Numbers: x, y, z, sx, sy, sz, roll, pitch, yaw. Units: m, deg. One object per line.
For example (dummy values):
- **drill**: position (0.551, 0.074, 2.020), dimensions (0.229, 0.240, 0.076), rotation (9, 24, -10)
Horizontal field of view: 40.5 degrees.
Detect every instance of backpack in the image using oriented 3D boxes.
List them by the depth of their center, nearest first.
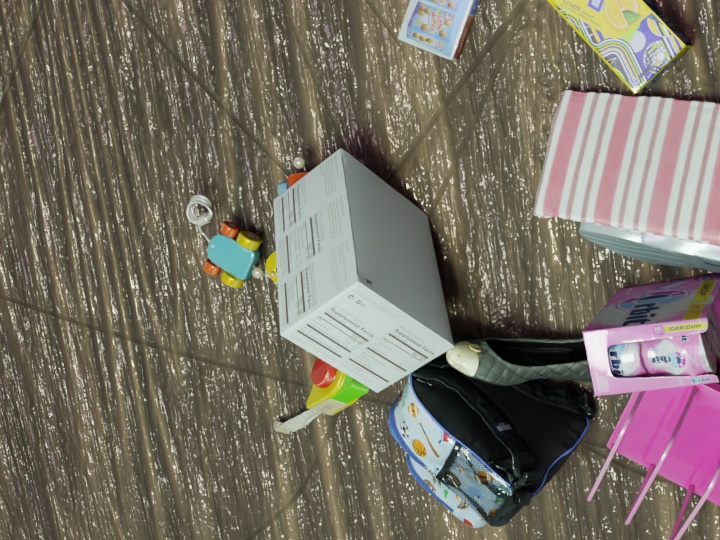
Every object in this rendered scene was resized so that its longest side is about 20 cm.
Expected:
- **backpack**: position (0.131, 0.171, 1.084), dimensions (0.190, 0.200, 0.154), rotation (44, 128, 13)

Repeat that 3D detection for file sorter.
- **file sorter**: position (0.351, 0.212, 0.996), dimensions (0.199, 0.125, 0.139), rotation (27, 130, 17)

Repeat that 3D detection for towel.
- **towel**: position (0.286, -0.106, 0.996), dimensions (0.199, 0.030, 0.147), rotation (11, 76, 24)

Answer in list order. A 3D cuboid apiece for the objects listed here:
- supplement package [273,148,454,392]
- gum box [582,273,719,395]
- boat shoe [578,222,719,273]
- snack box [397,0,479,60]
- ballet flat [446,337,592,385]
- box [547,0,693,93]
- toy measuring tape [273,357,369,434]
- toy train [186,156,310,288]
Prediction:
- **supplement package**: position (0.000, 0.000, 1.061), dimensions (0.111, 0.156, 0.201), rotation (-34, 42, 27)
- **gum box**: position (0.299, 0.061, 0.964), dimensions (0.113, 0.200, 0.066), rotation (-10, 97, 27)
- **boat shoe**: position (0.331, -0.042, 1.011), dimensions (0.199, 0.074, 0.067), rotation (15, 80, 21)
- **snack box**: position (0.106, -0.337, 1.062), dimensions (0.072, 0.024, 0.201), rotation (26, 110, 18)
- **ballet flat**: position (0.185, 0.088, 1.053), dimensions (0.199, 0.067, 0.057), rotation (2, 126, -20)
- **box**: position (0.241, -0.276, 0.993), dimensions (0.070, 0.064, 0.200), rotation (-44, 81, 25)
- **toy measuring tape**: position (-0.046, 0.144, 1.224), dimensions (0.200, 0.073, 0.074), rotation (-36, 86, 44)
- **toy train**: position (-0.111, -0.056, 1.208), dimensions (0.199, 0.056, 0.151), rotation (-9, 96, 23)
